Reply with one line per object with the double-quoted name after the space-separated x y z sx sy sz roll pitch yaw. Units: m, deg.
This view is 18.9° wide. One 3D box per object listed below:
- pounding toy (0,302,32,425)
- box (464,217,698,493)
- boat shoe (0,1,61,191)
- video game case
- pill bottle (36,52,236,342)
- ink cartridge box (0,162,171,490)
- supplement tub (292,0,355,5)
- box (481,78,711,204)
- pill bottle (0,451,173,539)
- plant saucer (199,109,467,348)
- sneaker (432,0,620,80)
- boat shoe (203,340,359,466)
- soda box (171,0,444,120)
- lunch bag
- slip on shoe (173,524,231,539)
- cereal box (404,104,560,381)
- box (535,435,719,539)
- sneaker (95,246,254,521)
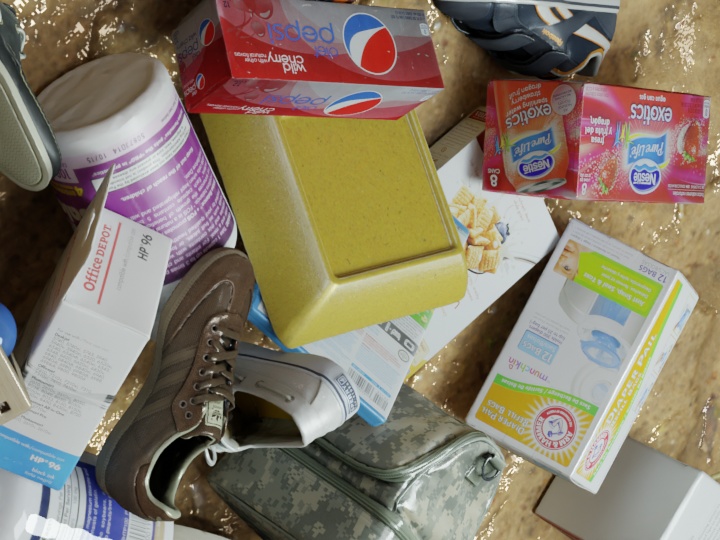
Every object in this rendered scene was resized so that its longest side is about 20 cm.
-0.298 -0.009 1.439 0.141 0.200 0.185 -27 119 -5 "pounding toy"
0.192 0.076 1.867 0.201 0.112 0.101 -61 157 -3 "box"
-0.249 -0.151 1.462 0.068 0.072 0.201 -35 103 -40 "boat shoe"
0.000 0.000 1.675 0.143 0.018 0.201 41 52 -20 "video game case"
-0.156 -0.047 1.569 0.112 0.112 0.201 -37 124 -22 "pill bottle"
-0.189 0.039 1.494 0.067 0.116 0.200 24 125 -13 "ink cartridge box"
-0.057 -0.245 1.580 0.199 0.107 0.108 -1 106 -37 "supplement tub"
0.199 -0.106 1.803 0.199 0.099 0.096 -1 96 -50 "box"
-0.245 0.180 1.573 0.199 0.119 0.120 24 91 -40 "pill bottle"
-0.006 -0.060 1.648 0.199 0.048 0.201 -14 82 -42 "plant saucer"
0.136 -0.197 1.767 0.199 0.078 0.080 1 99 -40 "sneaker"
-0.094 0.106 1.609 0.086 0.201 0.075 -39 118 -34 "boat shoe"
-0.037 -0.154 1.587 0.199 0.063 0.071 -1 71 -38 "soda box"
0.001 0.163 1.713 0.168 0.200 0.140 -49 136 -12 "lunch bag"
-0.092 0.263 1.733 0.199 0.076 0.061 33 68 -30 "slip on shoe"
0.067 -0.022 1.800 0.200 0.039 0.144 -41 126 -20 "cereal box"
0.287 0.243 1.992 0.200 0.152 0.107 36 83 -39 "box"
-0.113 0.085 1.540 0.070 0.075 0.201 19 98 -52 "sneaker"
